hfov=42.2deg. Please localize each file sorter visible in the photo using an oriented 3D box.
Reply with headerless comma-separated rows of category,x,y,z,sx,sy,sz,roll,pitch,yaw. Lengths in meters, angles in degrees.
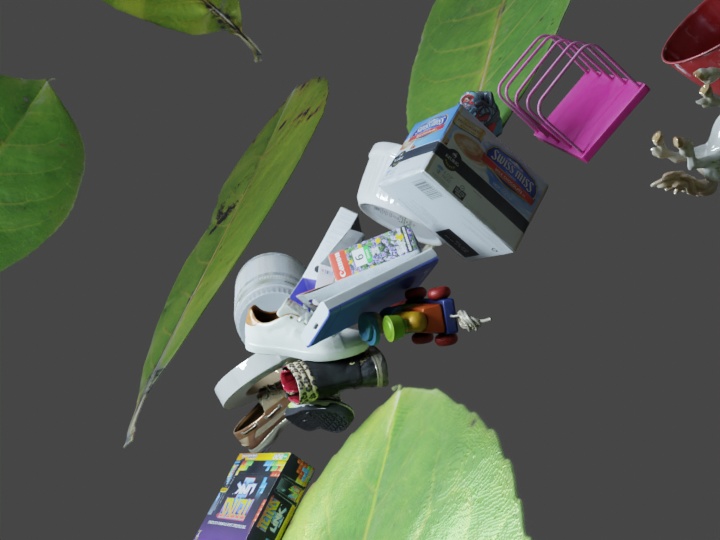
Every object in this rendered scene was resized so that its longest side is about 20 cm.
file sorter,0.313,-0.276,1.432,0.139,0.125,0.200,-50,20,7

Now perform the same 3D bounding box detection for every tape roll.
tape roll,-0.167,0.182,1.679,0.202,0.037,0.203,-30,-15,-9

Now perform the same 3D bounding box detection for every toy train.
toy train,0.085,0.073,1.331,0.115,0.085,0.200,-11,3,-25

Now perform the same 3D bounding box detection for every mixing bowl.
mixing bowl,0.466,-0.270,1.085,0.200,0.108,0.200,-40,13,12

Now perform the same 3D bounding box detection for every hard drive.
hard drive,0.013,0.042,1.389,0.199,0.025,0.132,-26,-16,-28

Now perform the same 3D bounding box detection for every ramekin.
ramekin,0.089,-0.123,1.579,0.106,0.199,0.200,-64,21,-7

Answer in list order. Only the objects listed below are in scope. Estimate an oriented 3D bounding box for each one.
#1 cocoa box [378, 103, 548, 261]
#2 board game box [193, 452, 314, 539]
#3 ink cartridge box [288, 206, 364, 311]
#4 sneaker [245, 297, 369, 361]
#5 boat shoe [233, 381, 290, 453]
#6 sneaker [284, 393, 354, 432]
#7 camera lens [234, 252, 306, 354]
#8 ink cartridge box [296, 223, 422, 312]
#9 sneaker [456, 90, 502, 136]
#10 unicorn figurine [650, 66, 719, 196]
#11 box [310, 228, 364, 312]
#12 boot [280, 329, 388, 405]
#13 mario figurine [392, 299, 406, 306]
cocoa box,0.157,-0.129,1.417,0.132,0.200,0.133,-59,21,-20
board game box,-0.175,0.378,1.504,0.200,0.057,0.166,-19,37,57
ink cartridge box,-0.053,0.018,1.706,0.201,0.043,0.198,-60,-19,-21
sneaker,-0.085,0.089,1.444,0.073,0.199,0.085,-64,-25,-69
boat shoe,-0.150,0.237,1.665,0.200,0.072,0.076,-52,20,0
sneaker,-0.064,0.210,1.520,0.200,0.072,0.083,-15,41,60
camera lens,-0.174,0.066,1.878,0.160,0.160,0.200,-47,20,14
ink cartridge box,0.000,0.000,1.454,0.199,0.109,0.051,-21,69,7
sneaker,0.182,-0.264,1.640,0.079,0.096,0.200,4,25,31
unicorn figurine,0.419,-0.163,1.038,0.200,0.137,0.074,-55,24,40
box,-0.046,0.047,1.605,0.144,0.036,0.201,-53,-20,-56
boot,-0.055,0.155,1.490,0.150,0.074,0.200,-13,17,-19
mario figurine,0.050,0.043,1.587,0.200,0.105,0.124,-151,62,-80
